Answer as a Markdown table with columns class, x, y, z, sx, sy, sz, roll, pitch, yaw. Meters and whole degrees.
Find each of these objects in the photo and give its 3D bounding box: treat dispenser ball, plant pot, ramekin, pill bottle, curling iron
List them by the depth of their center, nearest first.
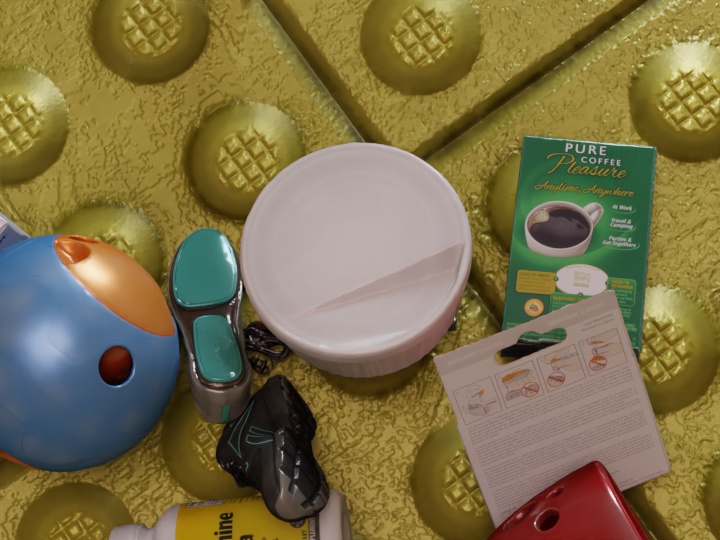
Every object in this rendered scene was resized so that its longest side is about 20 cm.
| class | x | y | z | sx | sy | sz | roll | pitch | yaw |
| --- | --- | --- | --- | --- | --- | --- | --- | --- | --- |
| plant pot | 0.166 | 0.280 | 1.512 | 0.182 | 0.200 | 0.201 | -29 | 78 | 6 |
| pill bottle | -0.108 | 0.250 | 1.584 | 0.199 | 0.112 | 0.113 | -7 | 78 | 4 |
| treat dispenser ball | -0.253 | 0.070 | 1.587 | 0.200 | 0.201 | 0.202 | -1 | 79 | 5 |
| ramekin | 0.000 | 0.000 | 1.613 | 0.201 | 0.094 | 0.203 | -3 | 63 | 6 |
| curling iron | -0.013 | 0.058 | 1.655 | 0.199 | 0.026 | 0.050 | -7 | 72 | 5 |

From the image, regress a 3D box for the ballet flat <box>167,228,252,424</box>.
| class | x | y | z | sx | sy | sz | roll | pitch | yaw |
| --- | --- | --- | --- | --- | --- | --- | --- | --- | --- |
| ballet flat | -0.133 | 0.051 | 1.640 | 0.067 | 0.064 | 0.201 | -3 | 45 | -8 |

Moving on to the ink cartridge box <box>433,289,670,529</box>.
| class | x | y | z | sx | sy | sz | roll | pitch | yaw |
| --- | --- | --- | --- | --- | --- | --- | --- | --- | --- |
| ink cartridge box | 0.158 | 0.113 | 1.559 | 0.160 | 0.050 | 0.201 | -21 | 119 | 1 |

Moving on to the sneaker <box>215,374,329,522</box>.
| class | x | y | z | sx | sy | sz | roll | pitch | yaw |
| --- | --- | --- | --- | --- | --- | --- | --- | --- | --- |
| sneaker | -0.076 | 0.163 | 1.573 | 0.079 | 0.200 | 0.076 | -32 | 110 | 8 |

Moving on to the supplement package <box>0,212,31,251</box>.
| class | x | y | z | sx | sy | sz | roll | pitch | yaw |
| --- | --- | --- | --- | --- | --- | --- | --- | --- | --- |
| supplement package | -0.405 | -0.043 | 1.665 | 0.200 | 0.121 | 0.120 | 37 | 85 | 12 |

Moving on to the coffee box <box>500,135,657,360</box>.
| class | x | y | z | sx | sy | sz | roll | pitch | yaw |
| --- | --- | --- | --- | --- | --- | --- | --- | --- | --- |
| coffee box | 0.190 | -0.018 | 1.619 | 0.122 | 0.044 | 0.201 | 4 | 65 | 7 |
